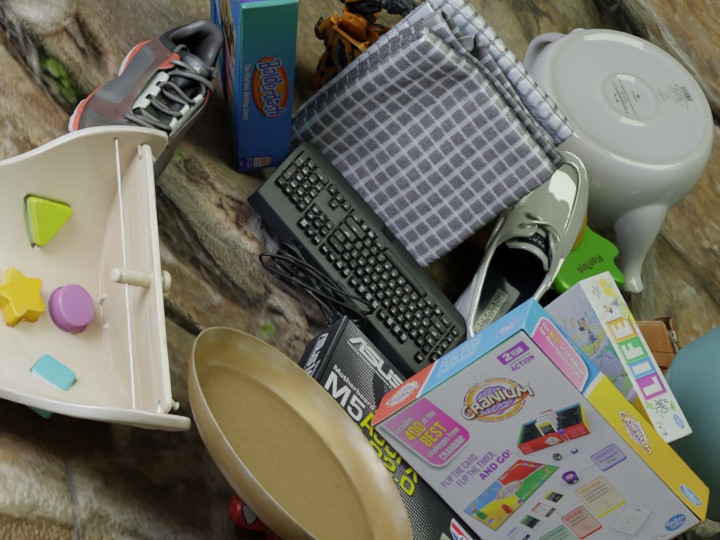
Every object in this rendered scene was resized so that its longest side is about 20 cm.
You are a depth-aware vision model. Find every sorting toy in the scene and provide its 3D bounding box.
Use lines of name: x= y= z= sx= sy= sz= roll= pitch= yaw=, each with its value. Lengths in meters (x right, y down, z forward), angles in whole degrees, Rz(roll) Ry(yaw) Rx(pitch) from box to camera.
sorting toy: x=-0.212 y=0.010 z=1.375 sx=0.179 sy=0.107 sz=0.202 roll=8 pitch=65 yaw=-34

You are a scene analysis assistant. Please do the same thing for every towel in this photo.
towel: x=0.047 y=-0.100 z=1.707 sx=0.166 sy=0.200 sz=0.086 roll=50 pitch=34 yaw=-7

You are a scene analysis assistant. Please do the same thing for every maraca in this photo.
maraca: x=0.145 y=-0.051 z=1.865 sx=0.200 sy=0.107 sz=0.137 roll=46 pitch=37 yaw=9

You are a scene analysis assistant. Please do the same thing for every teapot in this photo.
teapot: x=0.216 y=-0.115 z=2.000 sx=0.196 sy=0.146 sz=0.201 roll=29 pitch=49 yaw=1

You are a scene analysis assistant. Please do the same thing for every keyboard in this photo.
keyboard: x=0.000 y=0.000 z=1.671 sx=0.200 sy=0.040 sz=0.104 roll=48 pitch=60 yaw=-11

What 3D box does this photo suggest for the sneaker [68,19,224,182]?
sneaker: x=-0.149 y=-0.125 z=1.581 sx=0.077 sy=0.082 sz=0.201 roll=42 pitch=35 yaw=-20

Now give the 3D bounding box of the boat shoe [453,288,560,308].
boat shoe: x=0.158 y=0.044 z=1.848 sx=0.199 sy=0.066 sz=0.075 roll=17 pitch=50 yaw=-45

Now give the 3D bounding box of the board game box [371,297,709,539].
board game box: x=0.130 y=0.135 z=1.570 sx=0.200 sy=0.153 sz=0.040 roll=47 pitch=32 yaw=-14

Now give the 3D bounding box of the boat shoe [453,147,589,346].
boat shoe: x=0.136 y=-0.013 z=1.766 sx=0.073 sy=0.065 sz=0.201 roll=27 pitch=75 yaw=-8

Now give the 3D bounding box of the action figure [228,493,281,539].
action figure: x=-0.006 y=0.215 z=1.468 sx=0.199 sy=0.065 sz=0.099 roll=28 pitch=47 yaw=-11

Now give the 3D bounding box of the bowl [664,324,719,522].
bowl: x=0.312 y=0.129 z=1.792 sx=0.201 sy=0.104 sz=0.202 roll=42 pitch=42 yaw=-53

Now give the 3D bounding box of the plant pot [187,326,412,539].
plant pot: x=-0.044 y=0.122 z=1.420 sx=0.200 sy=0.027 sz=0.200 roll=42 pitch=18 yaw=-17

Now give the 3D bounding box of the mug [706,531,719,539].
mug: x=0.421 y=0.273 z=1.888 sx=0.200 sy=0.175 sz=0.148 roll=39 pitch=36 yaw=-25

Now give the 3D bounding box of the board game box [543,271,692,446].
board game box: x=0.151 y=0.106 z=1.662 sx=0.034 sy=0.200 sz=0.135 roll=-16 pitch=74 yaw=-38

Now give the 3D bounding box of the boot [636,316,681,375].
boot: x=0.234 y=0.120 z=1.835 sx=0.200 sy=0.073 sz=0.156 roll=-12 pitch=95 yaw=-70

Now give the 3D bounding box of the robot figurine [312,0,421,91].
robot figurine: x=0.045 y=-0.150 z=1.778 sx=0.199 sy=0.146 sz=0.058 roll=29 pitch=47 yaw=10

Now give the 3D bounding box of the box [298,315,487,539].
box: x=0.020 y=0.154 z=1.590 sx=0.200 sy=0.044 sz=0.161 roll=48 pitch=34 yaw=-13

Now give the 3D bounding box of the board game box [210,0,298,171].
board game box: x=-0.082 y=-0.195 z=1.643 sx=0.045 sy=0.201 sz=0.153 roll=-7 pitch=59 yaw=-8
